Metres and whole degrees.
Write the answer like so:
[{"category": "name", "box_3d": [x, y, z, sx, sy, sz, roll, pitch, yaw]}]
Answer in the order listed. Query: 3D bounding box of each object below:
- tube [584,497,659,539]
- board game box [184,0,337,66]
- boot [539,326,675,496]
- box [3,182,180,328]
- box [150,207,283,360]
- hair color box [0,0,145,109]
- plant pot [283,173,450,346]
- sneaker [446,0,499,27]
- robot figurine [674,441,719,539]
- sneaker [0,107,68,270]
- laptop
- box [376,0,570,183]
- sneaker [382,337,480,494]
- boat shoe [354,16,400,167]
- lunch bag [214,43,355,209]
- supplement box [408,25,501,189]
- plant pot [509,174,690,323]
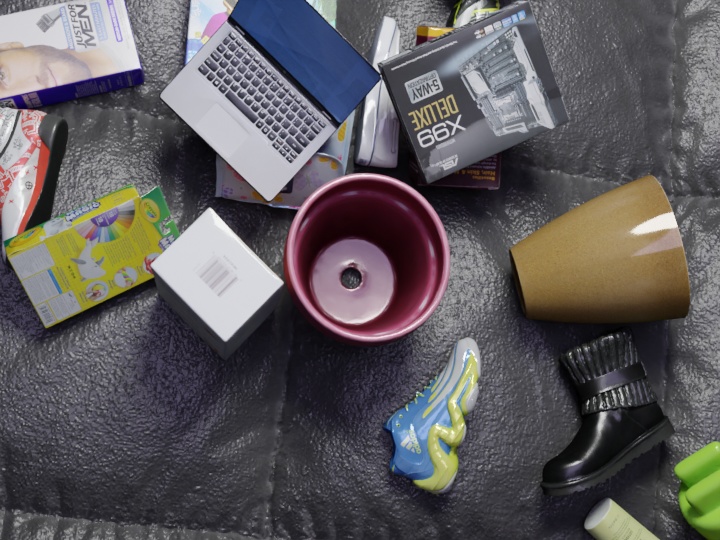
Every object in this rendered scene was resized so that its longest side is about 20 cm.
[{"category": "tube", "box_3d": [0.376, 0.374, 1.416, 0.200, 0.052, 0.058, 43, 118, -4]}, {"category": "board game box", "box_3d": [-0.130, -0.354, 1.484, 0.198, 0.041, 0.202, 4, 79, -7]}, {"category": "boot", "box_3d": [0.291, 0.179, 1.420, 0.210, 0.079, 0.159, -27, 91, -22]}, {"category": "box", "box_3d": [-0.323, -0.025, 1.364, 0.198, 0.048, 0.118, -24, 126, -10]}, {"category": "box", "box_3d": [-0.172, 0.022, 1.328, 0.124, 0.200, 0.097, 45, 77, 2]}, {"category": "hair color box", "box_3d": [-0.390, -0.280, 1.426, 0.198, 0.065, 0.110, -15, 82, -8]}, {"category": "plant pot", "box_3d": [0.000, 0.000, 1.366, 0.198, 0.179, 0.202, 1, 79, -7]}, {"category": "sneaker", "box_3d": [0.156, -0.324, 1.508, 0.076, 0.075, 0.202, 26, 88, -9]}, {"category": "robot figurine", "box_3d": [0.479, 0.299, 1.387, 0.115, 0.176, 0.200, -40, 121, 19]}, {"category": "sneaker", "box_3d": [-0.444, -0.106, 1.389, 0.107, 0.067, 0.204, 13, 84, 7]}, {"category": "laptop", "box_3d": [-0.110, -0.214, 1.287, 0.187, 0.116, 0.200, 43, 93, -4]}, {"category": "box", "box_3d": [0.139, -0.220, 1.364, 0.198, 0.050, 0.159, -23, 105, -2]}, {"category": "sneaker", "box_3d": [0.087, 0.176, 1.399, 0.104, 0.076, 0.202, 14, 79, -4]}, {"category": "boat shoe", "box_3d": [0.037, -0.235, 1.476, 0.065, 0.074, 0.202, 10, 89, -10]}, {"category": "lunch bag", "box_3d": [-0.093, -0.178, 1.409, 0.168, 0.127, 0.202, 10, 105, -5]}, {"category": "supplement box", "box_3d": [0.126, -0.212, 1.435, 0.109, 0.086, 0.202, 2, 103, -8]}, {"category": "plant pot", "box_3d": [0.298, -0.008, 1.420, 0.198, 0.186, 0.188, -13, 81, 3]}]
